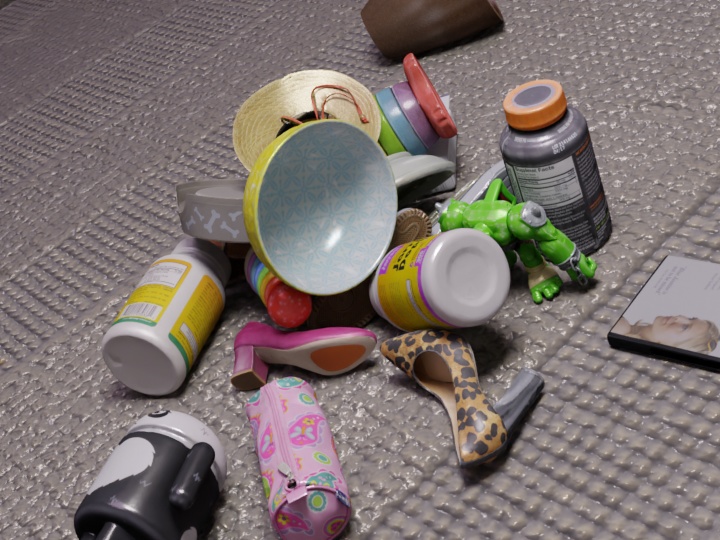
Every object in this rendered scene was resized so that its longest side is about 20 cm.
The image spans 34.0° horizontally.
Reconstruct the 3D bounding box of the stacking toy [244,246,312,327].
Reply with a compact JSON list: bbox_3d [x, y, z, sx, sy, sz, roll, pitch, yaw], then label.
[{"bbox_3d":[-0.093,0.021,1.449,0.085,0.086,0.200,-24,20,-2],"label":"stacking toy"}]

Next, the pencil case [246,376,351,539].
[{"bbox_3d":[-0.067,0.195,1.225,0.086,0.088,0.201,-22,32,0],"label":"pencil case"}]

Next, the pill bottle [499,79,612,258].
[{"bbox_3d":[0.225,-0.121,1.383,0.105,0.202,0.107,-15,33,10],"label":"pill bottle"}]

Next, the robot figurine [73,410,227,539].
[{"bbox_3d":[-0.218,0.237,1.218,0.148,0.126,0.201,8,43,20],"label":"robot figurine"}]

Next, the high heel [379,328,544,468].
[{"bbox_3d":[0.076,0.132,1.233,0.198,0.072,0.143,15,42,31],"label":"high heel"}]

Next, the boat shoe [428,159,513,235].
[{"bbox_3d":[0.145,-0.087,1.505,0.199,0.072,0.062,-38,35,-17],"label":"boat shoe"}]

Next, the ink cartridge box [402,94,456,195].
[{"bbox_3d":[0.043,-0.163,1.699,0.194,0.044,0.201,-14,34,17],"label":"ink cartridge box"}]

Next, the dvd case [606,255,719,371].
[{"bbox_3d":[0.375,0.047,1.225,0.198,0.018,0.143,13,47,42],"label":"dvd case"}]

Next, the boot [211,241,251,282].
[{"bbox_3d":[-0.137,-0.062,1.640,0.199,0.074,0.156,-30,31,18],"label":"boot"}]

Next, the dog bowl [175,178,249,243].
[{"bbox_3d":[-0.142,-0.078,1.515,0.197,0.060,0.200,2,11,0],"label":"dog bowl"}]

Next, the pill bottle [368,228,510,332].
[{"bbox_3d":[0.079,0.016,1.323,0.104,0.105,0.200,-38,9,-22],"label":"pill bottle"}]

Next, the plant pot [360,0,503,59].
[{"bbox_3d":[0.106,-0.442,1.956,0.199,0.187,0.188,-31,31,15],"label":"plant pot"}]

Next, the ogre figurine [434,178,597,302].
[{"bbox_3d":[0.163,-0.035,1.368,0.098,0.120,0.199,-46,40,-14],"label":"ogre figurine"}]

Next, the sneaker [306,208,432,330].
[{"bbox_3d":[0.000,0.000,1.476,0.200,0.070,0.108,-47,19,-7],"label":"sneaker"}]

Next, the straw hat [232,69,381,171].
[{"bbox_3d":[-0.066,-0.159,1.535,0.198,0.085,0.203,0,59,0],"label":"straw hat"}]

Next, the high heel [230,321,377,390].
[{"bbox_3d":[-0.066,0.079,1.405,0.198,0.067,0.097,-21,41,28],"label":"high heel"}]

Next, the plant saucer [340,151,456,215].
[{"bbox_3d":[0.027,-0.108,1.524,0.198,0.051,0.200,-25,-6,-3],"label":"plant saucer"}]

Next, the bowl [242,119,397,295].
[{"bbox_3d":[-0.065,-0.077,1.376,0.200,0.202,0.107,-41,29,-26],"label":"bowl"}]

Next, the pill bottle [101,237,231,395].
[{"bbox_3d":[-0.239,0.052,1.504,0.111,0.114,0.201,-5,38,25],"label":"pill bottle"}]

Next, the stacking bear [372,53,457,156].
[{"bbox_3d":[0.022,-0.181,1.606,0.199,0.114,0.122,-31,70,10],"label":"stacking bear"}]
